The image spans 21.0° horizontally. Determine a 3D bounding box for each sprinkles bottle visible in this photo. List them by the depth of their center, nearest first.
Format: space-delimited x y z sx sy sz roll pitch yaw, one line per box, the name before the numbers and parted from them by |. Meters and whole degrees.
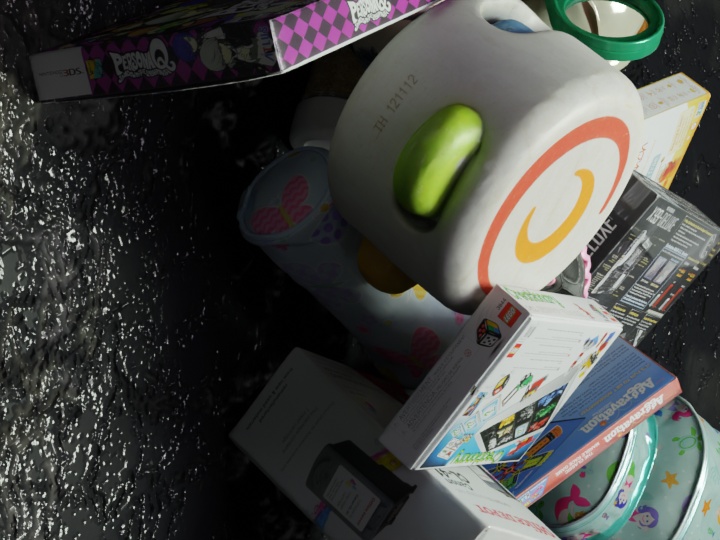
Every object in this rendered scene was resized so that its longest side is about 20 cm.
sprinkles bottle | 0.004 -0.173 1.400 0.068 0.068 0.200 41 56 -50

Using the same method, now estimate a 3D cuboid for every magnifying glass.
magnifying glass | 0.151 -0.216 1.450 0.080 0.200 0.022 -18 138 -25

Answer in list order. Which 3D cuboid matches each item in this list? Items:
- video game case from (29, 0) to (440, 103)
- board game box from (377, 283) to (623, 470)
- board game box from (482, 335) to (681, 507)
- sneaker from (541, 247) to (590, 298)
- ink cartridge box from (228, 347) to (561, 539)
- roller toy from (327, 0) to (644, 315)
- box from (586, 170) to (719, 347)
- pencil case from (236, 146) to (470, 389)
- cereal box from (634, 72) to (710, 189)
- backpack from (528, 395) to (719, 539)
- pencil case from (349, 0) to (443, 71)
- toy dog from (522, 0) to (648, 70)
video game case | -0.070 -0.149 1.180 0.200 0.181 0.036 -33 114 -52
board game box | 0.097 0.072 1.281 0.126 0.035 0.200 -53 159 12
board game box | 0.139 0.122 1.493 0.200 0.103 0.019 -34 126 -11
sneaker | 0.121 -0.028 1.425 0.095 0.079 0.200 -66 148 -57
ink cartridge box | 0.029 0.152 1.315 0.086 0.200 0.148 -54 147 6
roller toy | 0.076 -0.077 1.237 0.182 0.140 0.200 -39 151 -20
box | 0.207 0.002 1.578 0.158 0.050 0.200 -51 154 12
pencil case | 0.000 0.000 1.355 0.200 0.091 0.083 47 55 -38
cereal box | 0.187 -0.071 1.552 0.200 0.040 0.144 -24 145 -41
backpack | 0.195 0.169 1.559 0.151 0.200 0.178 43 67 -52
pencil case | 0.013 -0.206 1.330 0.200 0.089 0.078 60 -7 2
toy dog | 0.148 -0.199 1.524 0.200 0.194 0.140 -41 112 -42
